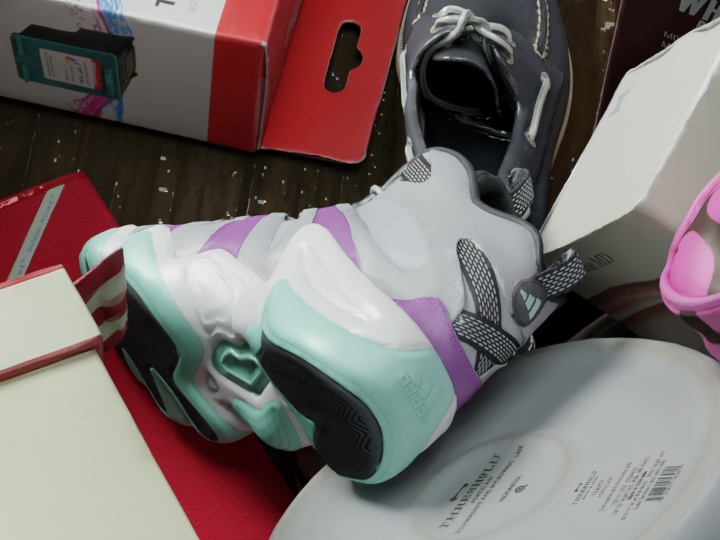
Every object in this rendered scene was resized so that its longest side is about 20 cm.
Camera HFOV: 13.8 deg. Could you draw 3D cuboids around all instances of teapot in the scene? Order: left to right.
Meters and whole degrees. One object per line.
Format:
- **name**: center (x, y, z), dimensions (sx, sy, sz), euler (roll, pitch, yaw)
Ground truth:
- **teapot**: center (0.071, 0.125, 0.961), dimensions (0.199, 0.146, 0.197), euler (-29, 24, -3)

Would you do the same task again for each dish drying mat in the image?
- **dish drying mat**: center (-0.088, 0.048, 1.078), dimensions (0.077, 0.018, 0.200), euler (-22, 57, -22)

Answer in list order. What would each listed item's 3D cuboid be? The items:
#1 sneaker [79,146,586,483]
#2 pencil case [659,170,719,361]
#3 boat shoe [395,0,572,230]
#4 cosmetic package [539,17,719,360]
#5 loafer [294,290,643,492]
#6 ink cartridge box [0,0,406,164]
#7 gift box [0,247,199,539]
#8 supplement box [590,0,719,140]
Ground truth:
- **sneaker**: center (0.000, 0.000, 1.029), dimensions (0.140, 0.078, 0.200), euler (-36, 33, -24)
- **pencil case**: center (0.192, 0.035, 0.926), dimensions (0.200, 0.094, 0.091), euler (38, 60, -10)
- **boat shoe**: center (0.050, -0.071, 1.155), dimensions (0.072, 0.063, 0.201), euler (8, 52, -1)
- **cosmetic package**: center (0.172, 0.008, 1.026), dimensions (0.200, 0.103, 0.087), euler (34, 71, -9)
- **loafer**: center (0.063, 0.027, 1.071), dimensions (0.199, 0.063, 0.072), euler (-19, 29, -22)
- **ink cartridge box**: center (-0.083, -0.121, 1.178), dimensions (0.199, 0.067, 0.117), euler (12, 52, 3)
- **gift box**: center (-0.131, 0.108, 0.919), dimensions (0.184, 0.200, 0.187), euler (-17, 54, -24)
- **supplement box**: center (0.202, -0.089, 1.097), dimensions (0.196, 0.200, 0.133), euler (20, 53, 10)
